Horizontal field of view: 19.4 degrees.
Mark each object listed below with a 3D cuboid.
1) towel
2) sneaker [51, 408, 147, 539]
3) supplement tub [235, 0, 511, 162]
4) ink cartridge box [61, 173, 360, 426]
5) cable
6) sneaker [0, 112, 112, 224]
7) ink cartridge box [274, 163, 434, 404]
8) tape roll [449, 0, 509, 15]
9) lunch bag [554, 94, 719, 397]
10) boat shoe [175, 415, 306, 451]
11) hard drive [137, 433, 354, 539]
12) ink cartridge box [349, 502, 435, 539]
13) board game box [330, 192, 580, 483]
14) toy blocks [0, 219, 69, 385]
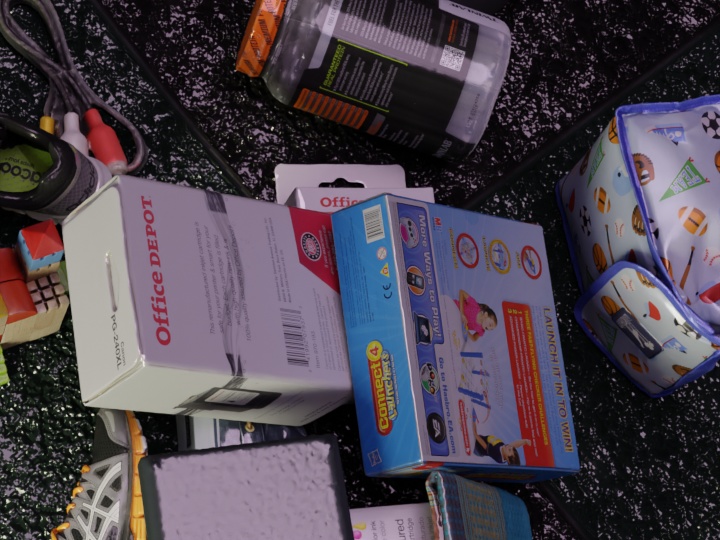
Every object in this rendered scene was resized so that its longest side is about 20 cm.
[{"bbox_3d":[0.095,0.226,1.541,0.022,0.200,0.147,-14,74,19],"label":"towel"},{"bbox_3d":[-0.189,0.189,1.532,0.077,0.078,0.200,-1,68,-1],"label":"sneaker"},{"bbox_3d":[0.009,-0.172,1.677,0.200,0.123,0.123,19,68,-8],"label":"supplement tub"},{"bbox_3d":[-0.107,0.025,1.511,0.200,0.083,0.146,9,61,-39],"label":"ink cartridge box"},{"bbox_3d":[-0.225,-0.140,1.641,0.097,0.050,0.200,-12,77,-10],"label":"cable"},{"bbox_3d":[-0.286,-0.082,1.566,0.200,0.087,0.074,10,74,14],"label":"sneaker"},{"bbox_3d":[0.000,0.000,1.645,0.116,0.068,0.200,-1,72,-17],"label":"ink cartridge box"},{"bbox_3d":[0.065,-0.305,1.751,0.200,0.066,0.201,8,70,-21],"label":"tape roll"},{"bbox_3d":[0.237,-0.013,1.657,0.124,0.170,0.200,-9,75,-14],"label":"lunch bag"},{"bbox_3d":[-0.091,0.097,1.595,0.091,0.071,0.201,3,75,-21],"label":"boat shoe"},{"bbox_3d":[-0.069,0.216,1.431,0.139,0.033,0.200,-6,73,-14],"label":"hard drive"},{"bbox_3d":[-0.038,0.248,1.491,0.200,0.084,0.145,-3,73,-14],"label":"ink cartridge box"},{"bbox_3d":[0.073,0.055,1.571,0.196,0.056,0.200,10,68,-49],"label":"board game box"},{"bbox_3d":[-0.290,0.026,1.524,0.200,0.137,0.100,-20,78,-19],"label":"toy blocks"}]
